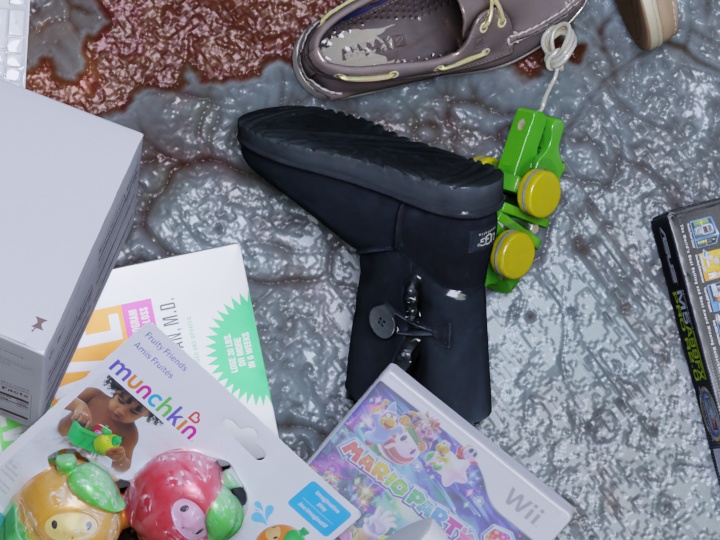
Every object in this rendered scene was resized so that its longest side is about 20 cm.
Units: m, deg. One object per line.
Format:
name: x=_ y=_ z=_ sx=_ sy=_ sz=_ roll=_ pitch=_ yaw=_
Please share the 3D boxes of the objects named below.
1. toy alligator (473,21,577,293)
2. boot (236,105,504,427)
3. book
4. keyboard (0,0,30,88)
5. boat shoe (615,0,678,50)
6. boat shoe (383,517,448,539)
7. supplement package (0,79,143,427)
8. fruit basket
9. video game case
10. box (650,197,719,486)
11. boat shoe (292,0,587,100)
toy alligator: x=0.104 y=-0.055 z=1.765 sx=0.054 sy=0.059 sz=0.201 roll=31 pitch=80 yaw=-46
boot: x=0.000 y=0.000 z=1.722 sx=0.076 sy=0.200 sz=0.169 roll=-21 pitch=123 yaw=-49
book: x=-0.159 y=0.068 z=1.720 sx=0.199 sy=0.048 sz=0.134 roll=-12 pitch=90 yaw=-12
keyboard: x=-0.234 y=-0.129 z=1.737 sx=0.056 sy=0.011 sz=0.201 roll=3 pitch=85 yaw=-9
boat shoe: x=0.187 y=-0.240 z=1.781 sx=0.064 sy=0.071 sz=0.201 roll=-6 pitch=85 yaw=-9
boat shoe: x=-0.004 y=0.226 z=1.680 sx=0.064 sy=0.071 sz=0.200 roll=42 pitch=117 yaw=-5
supplement package: x=-0.247 y=-0.028 z=1.640 sx=0.199 sy=0.111 sz=0.156 roll=21 pitch=63 yaw=2
fruit basket: x=-0.131 y=0.155 z=1.654 sx=0.200 sy=0.094 sz=0.185 roll=-39 pitch=113 yaw=16
video game case: x=0.012 y=0.173 z=1.703 sx=0.143 sy=0.018 sz=0.200 roll=39 pitch=109 yaw=-4
box: x=0.287 y=0.041 z=1.788 sx=0.159 sy=0.044 sz=0.201 roll=-14 pitch=88 yaw=-9
boat shoe: x=0.056 y=-0.157 z=1.759 sx=0.199 sy=0.060 sz=0.072 roll=-17 pitch=88 yaw=-10
